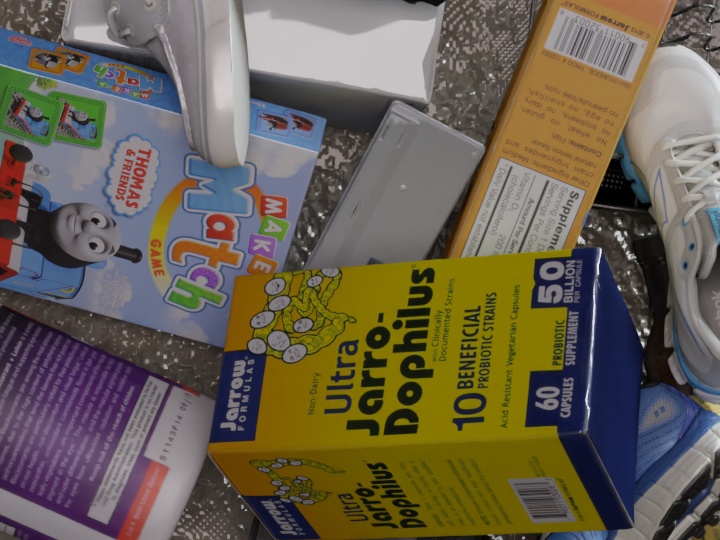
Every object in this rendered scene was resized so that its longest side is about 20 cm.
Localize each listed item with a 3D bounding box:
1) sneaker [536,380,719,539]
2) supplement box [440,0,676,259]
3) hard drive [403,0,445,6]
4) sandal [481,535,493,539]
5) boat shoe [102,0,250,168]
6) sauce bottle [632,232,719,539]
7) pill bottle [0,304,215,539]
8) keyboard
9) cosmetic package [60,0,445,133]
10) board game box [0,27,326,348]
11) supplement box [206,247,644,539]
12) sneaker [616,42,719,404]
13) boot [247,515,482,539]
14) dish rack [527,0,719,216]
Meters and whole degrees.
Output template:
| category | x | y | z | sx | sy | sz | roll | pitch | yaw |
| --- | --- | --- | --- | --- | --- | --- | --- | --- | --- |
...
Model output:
| category | x | y | z | sx | sy | sz | roll | pitch | yaw |
| --- | --- | --- | --- | --- | --- | --- | --- | --- | --- |
| sneaker | 0.131 | 0.146 | 1.264 | 0.200 | 0.078 | 0.089 | -53 | 53 | 16 |
| supplement box | 0.103 | -0.071 | 1.223 | 0.069 | 0.067 | 0.201 | 23 | 102 | -1 |
| hard drive | -0.034 | -0.227 | 1.160 | 0.199 | 0.038 | 0.140 | 18 | 62 | -30 |
| sandal | 0.018 | 0.234 | 1.259 | 0.200 | 0.080 | 0.054 | -47 | 108 | -11 |
| boat shoe | -0.099 | -0.147 | 1.159 | 0.068 | 0.072 | 0.201 | -10 | 85 | 3 |
| sauce bottle | 0.198 | 0.074 | 1.285 | 0.064 | 0.065 | 0.201 | -13 | 89 | -6 |
| pill bottle | -0.185 | 0.083 | 1.225 | 0.199 | 0.111 | 0.112 | 25 | 84 | -4 |
| keyboard | 0.000 | 0.000 | 1.247 | 0.056 | 0.011 | 0.200 | 24 | 118 | -8 |
| cosmetic package | -0.058 | -0.135 | 1.250 | 0.199 | 0.113 | 0.082 | 11 | 82 | -3 |
| board game box | -0.133 | -0.042 | 1.230 | 0.199 | 0.037 | 0.152 | 15 | 129 | -5 |
| supplement box | 0.037 | 0.067 | 1.173 | 0.199 | 0.110 | 0.109 | -5 | 57 | 19 |
| sneaker | 0.190 | -0.031 | 1.224 | 0.075 | 0.087 | 0.201 | -13 | 82 | -2 |
| boot | 0.018 | 0.105 | 1.259 | 0.131 | 0.070 | 0.200 | 10 | 51 | 25 |
| dish rack | 0.165 | -0.130 | 1.300 | 0.153 | 0.055 | 0.201 | 7 | 86 | -6 |
